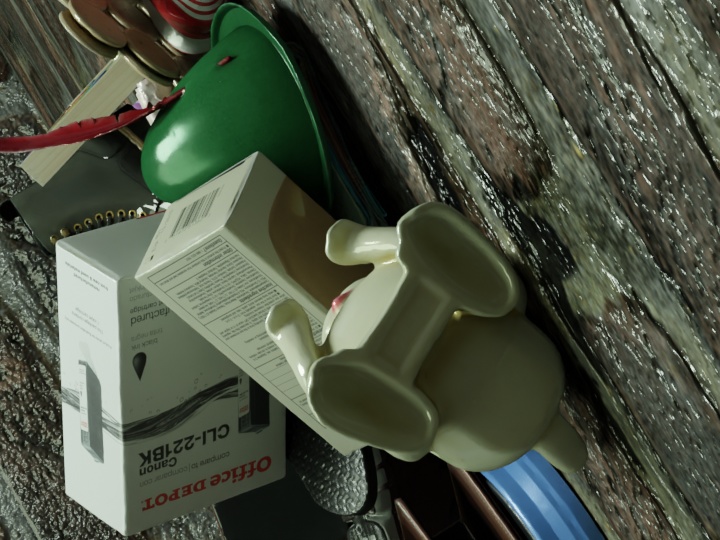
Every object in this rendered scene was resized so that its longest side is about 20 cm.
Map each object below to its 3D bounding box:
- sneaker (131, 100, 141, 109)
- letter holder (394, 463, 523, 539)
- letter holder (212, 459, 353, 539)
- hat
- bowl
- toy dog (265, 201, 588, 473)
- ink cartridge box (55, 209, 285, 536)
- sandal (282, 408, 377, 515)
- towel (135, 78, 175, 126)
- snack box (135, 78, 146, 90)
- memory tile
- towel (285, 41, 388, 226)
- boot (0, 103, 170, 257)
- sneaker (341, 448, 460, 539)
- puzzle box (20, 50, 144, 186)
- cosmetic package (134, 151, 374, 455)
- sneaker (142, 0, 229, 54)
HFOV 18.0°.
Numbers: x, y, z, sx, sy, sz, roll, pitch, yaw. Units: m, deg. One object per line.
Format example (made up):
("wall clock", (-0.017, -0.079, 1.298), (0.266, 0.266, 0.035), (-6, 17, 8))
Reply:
("sneaker", (-0.148, -0.086, 1.929), (0.200, 0.114, 0.073), (45, 162, 49))
("letter holder", (0.078, 0.238, 1.531), (0.200, 0.100, 0.142), (54, 167, 31))
("letter holder", (-0.066, 0.130, 1.803), (0.201, 0.100, 0.142), (69, -167, 8))
("hat", (-0.135, -0.070, 1.516), (0.167, 0.175, 0.200), (66, 161, 2))
("bowl", (0.135, 0.205, 1.547), (0.201, 0.039, 0.201), (58, 170, 16))
("toy dog", (0.042, 0.046, 1.356), (0.193, 0.140, 0.200), (24, 176, -13))
("ink cartridge box", (-0.131, 0.066, 1.596), (0.084, 0.144, 0.201), (29, 127, 45))
("sandal", (-0.025, 0.117, 1.640), (0.200, 0.045, 0.076), (34, 115, 61))
("towel", (-0.093, -0.067, 1.729), (0.201, 0.032, 0.191), (62, -164, -6))
("snack box", (-0.112, -0.068, 1.825), (0.201, 0.024, 0.072), (59, 167, -18))
("memory tile", (-0.153, -0.171, 1.664), (0.199, 0.017, 0.154), (28, -159, -41))
("towel", (-0.038, -0.056, 1.576), (0.147, 0.022, 0.200), (63, 161, 14))
("boot", (-0.184, -0.032, 1.808), (0.200, 0.138, 0.078), (41, 161, 42))
("sneaker", (0.033, 0.133, 1.699), (0.076, 0.115, 0.201), (-20, 84, 59))
("puzzle box", (-0.196, -0.142, 1.769), (0.025, 0.133, 0.200), (42, -166, -9))
("cosmetic package", (-0.038, 0.025, 1.498), (0.200, 0.071, 0.105), (43, 136, -22))
("sneaker", (-0.156, -0.258, 1.630), (0.200, 0.078, 0.116), (45, 158, 15))
